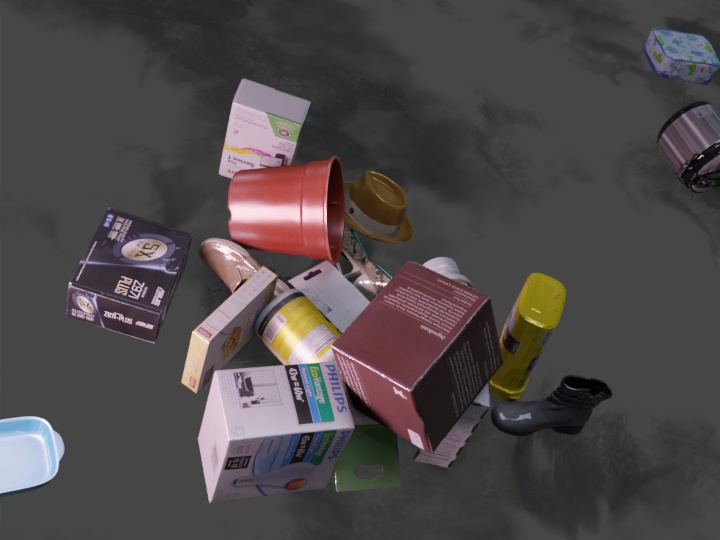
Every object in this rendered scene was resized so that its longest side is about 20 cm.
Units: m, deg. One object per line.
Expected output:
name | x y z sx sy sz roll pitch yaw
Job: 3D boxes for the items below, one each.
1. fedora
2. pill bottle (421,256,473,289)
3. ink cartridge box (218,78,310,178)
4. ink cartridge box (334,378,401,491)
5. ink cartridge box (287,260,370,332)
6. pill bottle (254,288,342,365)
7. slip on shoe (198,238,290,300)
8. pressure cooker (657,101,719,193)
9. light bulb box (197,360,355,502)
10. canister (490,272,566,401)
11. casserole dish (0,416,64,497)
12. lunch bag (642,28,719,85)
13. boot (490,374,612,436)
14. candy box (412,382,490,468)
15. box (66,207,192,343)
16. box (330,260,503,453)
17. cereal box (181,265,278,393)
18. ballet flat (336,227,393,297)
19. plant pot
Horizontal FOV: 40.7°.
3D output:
fedora | 0.035 -0.140 1.977 0.198 0.082 0.202 21 31 -13
pill bottle | 0.171 0.076 1.838 0.110 0.112 0.202 0 49 -20
ink cartridge box | -0.195 -0.265 1.951 0.143 0.201 0.085 18 48 -4
ink cartridge box | 0.018 0.251 1.584 0.144 0.048 0.203 6 71 -39
ink cartridge box | -0.040 0.080 1.801 0.108 0.051 0.200 -28 62 -36
pill bottle | -0.082 0.137 1.687 0.114 0.115 0.200 -30 65 -38
slip on shoe | -0.220 0.015 1.778 0.199 0.076 0.061 37 40 4
pressure cooker | 0.840 -0.287 2.367 0.178 0.175 0.201 21 35 -52
light bulb box | -0.135 0.250 1.506 0.197 0.199 0.126 -3 52 -21
canister | 0.299 0.121 1.778 0.086 0.201 0.149 23 42 5
casserole dish | -0.541 0.284 1.437 0.198 0.039 0.122 -6 52 -26
lunch bag | 0.911 -0.611 2.757 0.197 0.083 0.162 3 49 -18
boot | 0.341 0.234 1.744 0.197 0.132 0.070 0 49 -20
candy box | 0.152 0.209 1.648 0.071 0.201 0.169 13 47 -9
box | -0.403 0.006 1.705 0.162 0.087 0.201 18 45 -5
box | 0.091 0.128 1.481 0.163 0.167 0.200 25 59 35
cereal box | -0.221 0.100 1.649 0.039 0.145 0.200 32 47 11
ballet flat | 0.000 0.000 1.887 0.075 0.068 0.200 -30 57 -14
plant pot | -0.139 -0.115 1.830 0.192 0.202 0.202 1 45 8
